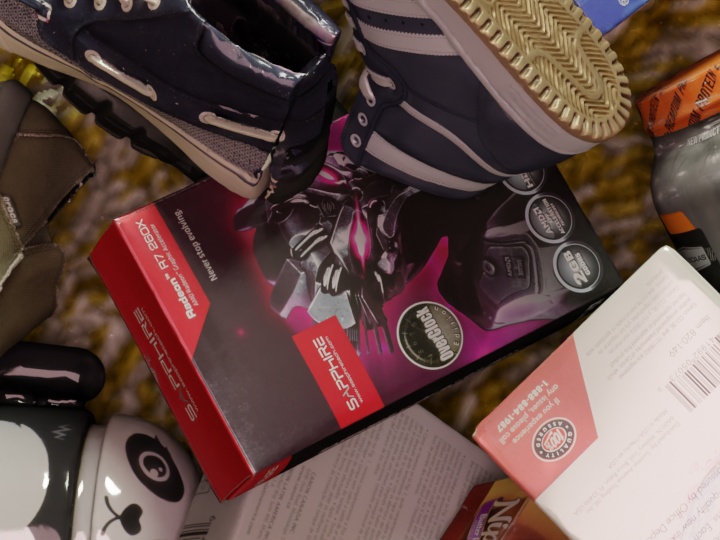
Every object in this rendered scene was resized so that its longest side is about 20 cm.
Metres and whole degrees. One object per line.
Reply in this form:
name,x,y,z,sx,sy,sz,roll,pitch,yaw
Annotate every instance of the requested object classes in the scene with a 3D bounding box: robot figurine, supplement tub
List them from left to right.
robot figurine,-0.166,0.120,1.155,0.200,0.125,0.151,3,116,1
supplement tub,0.209,-0.009,1.143,0.122,0.123,0.200,-27,93,3

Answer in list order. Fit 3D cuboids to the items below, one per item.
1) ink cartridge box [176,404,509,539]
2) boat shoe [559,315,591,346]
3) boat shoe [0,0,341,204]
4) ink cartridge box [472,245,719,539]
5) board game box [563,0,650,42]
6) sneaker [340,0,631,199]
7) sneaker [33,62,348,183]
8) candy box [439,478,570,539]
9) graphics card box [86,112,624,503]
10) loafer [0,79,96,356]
ink cartridge box,0.009,0.146,1.150,0.200,0.057,0.163,38,60,-32
boat shoe,0.150,0.107,1.137,0.074,0.076,0.200,-29,80,-34
boat shoe,-0.091,-0.116,1.060,0.200,0.093,0.075,32,60,6
ink cartridge box,0.158,0.101,1.073,0.116,0.067,0.200,-44,80,2
board game box,0.096,-0.218,1.114,0.199,0.041,0.200,-39,95,-35
sneaker,0.012,-0.115,1.056,0.200,0.108,0.070,51,50,-7
sneaker,-0.066,-0.077,1.175,0.200,0.075,0.079,34,84,-10
candy box,0.098,0.202,1.143,0.200,0.056,0.117,49,55,-17
graphics card box,0.000,0.000,1.111,0.200,0.051,0.126,-25,80,-24
loafer,-0.163,0.003,1.136,0.070,0.075,0.200,28,54,-16
